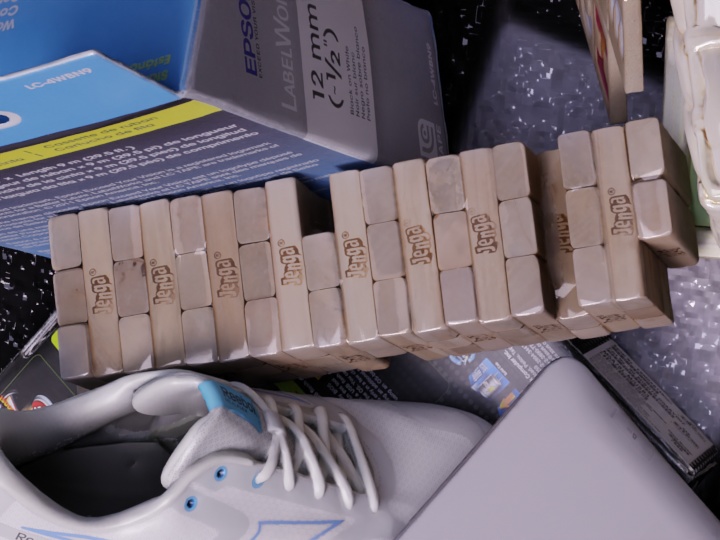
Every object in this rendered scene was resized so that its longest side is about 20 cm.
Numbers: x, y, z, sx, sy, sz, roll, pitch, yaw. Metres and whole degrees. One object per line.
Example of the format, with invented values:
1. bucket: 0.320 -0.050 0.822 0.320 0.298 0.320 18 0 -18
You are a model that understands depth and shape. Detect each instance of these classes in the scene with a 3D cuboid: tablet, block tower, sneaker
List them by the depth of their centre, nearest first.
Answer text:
1. sneaker: -0.035 0.064 0.790 0.075 0.199 0.087 66 149 31
2. block tower: 0.000 0.000 0.798 0.199 0.058 0.054 -10 77 15
3. tablet: 0.090 0.139 0.813 0.200 0.014 0.130 48 64 -8

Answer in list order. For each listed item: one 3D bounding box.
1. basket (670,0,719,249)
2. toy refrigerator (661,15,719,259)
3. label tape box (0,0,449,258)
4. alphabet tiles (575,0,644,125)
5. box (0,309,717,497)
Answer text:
1. basket: 0.180 -0.095 0.689 0.197 0.161 0.201 -6 73 13
2. toy refrigerator: 0.194 -0.037 0.801 0.199 0.070 0.076 5 96 19
3. label tape box: -0.081 -0.055 0.785 0.143 0.200 0.067 -12 75 27
4. alphabet tiles: 0.066 -0.153 0.778 0.007 0.168 0.201 -7 127 -1
5. box: -0.013 0.060 0.900 0.200 0.047 0.193 46 110 10
